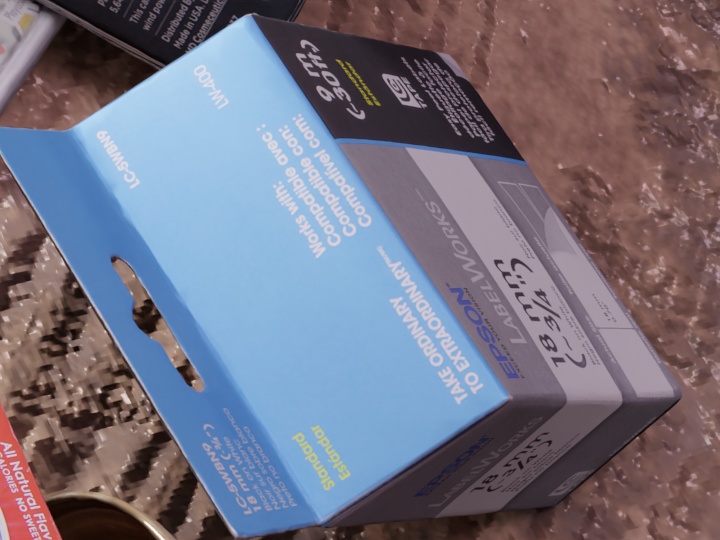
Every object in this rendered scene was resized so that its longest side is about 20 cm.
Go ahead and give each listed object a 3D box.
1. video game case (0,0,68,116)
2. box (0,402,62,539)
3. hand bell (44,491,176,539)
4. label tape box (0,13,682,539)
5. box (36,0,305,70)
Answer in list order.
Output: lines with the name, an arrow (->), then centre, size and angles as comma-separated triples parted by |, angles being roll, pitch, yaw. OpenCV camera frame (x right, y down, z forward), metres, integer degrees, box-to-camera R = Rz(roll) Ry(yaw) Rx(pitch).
video game case -> -0.164, -0.149, 0.938 | 0.182, 0.023, 0.200 | 32, 47, -5
box -> -0.143, 0.078, 0.729 | 0.100, 0.096, 0.200 | -12, 63, -34
hand bell -> -0.003, 0.106, 0.813 | 0.200, 0.104, 0.104 | -3, 58, -46
label tape box -> 0.000, 0.000, 0.837 | 0.144, 0.063, 0.200 | 56, 22, 18
box -> -0.074, -0.194, 0.928 | 0.196, 0.124, 0.200 | 28, 47, -6
